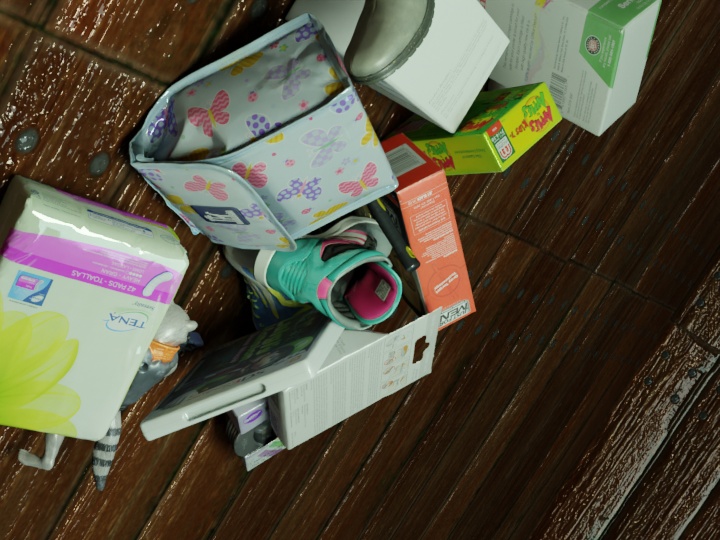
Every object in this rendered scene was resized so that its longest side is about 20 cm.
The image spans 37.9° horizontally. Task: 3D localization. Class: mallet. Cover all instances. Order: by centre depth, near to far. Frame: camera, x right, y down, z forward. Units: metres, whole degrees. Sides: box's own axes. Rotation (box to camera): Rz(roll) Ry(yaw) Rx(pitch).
[{"bbox_3d":[0.007,-0.087,1.063,0.041,0.201,0.066,-38,172,29],"label":"mallet"}]

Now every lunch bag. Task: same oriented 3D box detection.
[{"bbox_3d":[-0.086,-0.103,0.945,0.199,0.128,0.170,-25,150,4],"label":"lunch bag"}]

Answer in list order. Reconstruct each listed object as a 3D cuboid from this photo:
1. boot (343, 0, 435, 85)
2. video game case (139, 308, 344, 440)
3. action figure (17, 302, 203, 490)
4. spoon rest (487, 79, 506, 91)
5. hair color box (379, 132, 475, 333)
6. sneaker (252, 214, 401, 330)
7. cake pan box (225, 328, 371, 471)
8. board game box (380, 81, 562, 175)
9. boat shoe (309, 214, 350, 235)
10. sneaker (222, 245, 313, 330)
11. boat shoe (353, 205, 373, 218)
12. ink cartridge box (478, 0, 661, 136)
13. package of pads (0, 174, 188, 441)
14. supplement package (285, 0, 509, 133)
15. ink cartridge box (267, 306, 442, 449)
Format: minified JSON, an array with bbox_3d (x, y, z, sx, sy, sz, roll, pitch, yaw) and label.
[{"bbox_3d":[0.013,-0.261,0.837,0.131,0.068,0.201,40,71,-42],"label":"boot"},{"bbox_3d":[-0.105,0.092,1.045,0.181,0.023,0.200,-22,-170,16],"label":"video game case"},{"bbox_3d":[-0.216,0.108,1.018,0.194,0.105,0.200,-53,151,19],"label":"action figure"},{"bbox_3d":[0.169,-0.202,1.321,0.200,0.061,0.100,-44,151,-17],"label":"spoon rest"},{"bbox_3d":[0.064,-0.040,1.162,0.061,0.102,0.201,-27,129,-11],"label":"hair color box"},{"bbox_3d":[0.000,0.000,1.056,0.200,0.120,0.084,-16,128,-51],"label":"sneaker"},{"bbox_3d":[-0.077,0.149,1.273,0.199,0.052,0.185,-29,154,-18],"label":"cake pan box"},{"bbox_3d":[0.114,-0.151,1.153,0.102,0.200,0.048,-41,112,-24],"label":"board game box"},{"bbox_3d":[-0.029,-0.031,1.186,0.070,0.071,0.200,-30,145,7],"label":"boat shoe"},{"bbox_3d":[-0.097,0.029,1.144,0.105,0.076,0.200,-38,137,20],"label":"sneaker"},{"bbox_3d":[0.059,-0.059,1.274,0.067,0.072,0.200,-31,155,15],"label":"boat shoe"},{"bbox_3d":[0.218,-0.267,1.175,0.087,0.200,0.146,-41,149,-31],"label":"ink cartridge box"},{"bbox_3d":[-0.247,0.038,0.871,0.154,0.068,0.201,19,107,-36],"label":"package of pads"},{"bbox_3d":[0.042,-0.233,1.020,0.117,0.117,0.200,-58,153,5],"label":"supplement package"},{"bbox_3d":[-0.009,0.108,1.171,0.199,0.050,0.161,-29,153,-18],"label":"ink cartridge box"}]
